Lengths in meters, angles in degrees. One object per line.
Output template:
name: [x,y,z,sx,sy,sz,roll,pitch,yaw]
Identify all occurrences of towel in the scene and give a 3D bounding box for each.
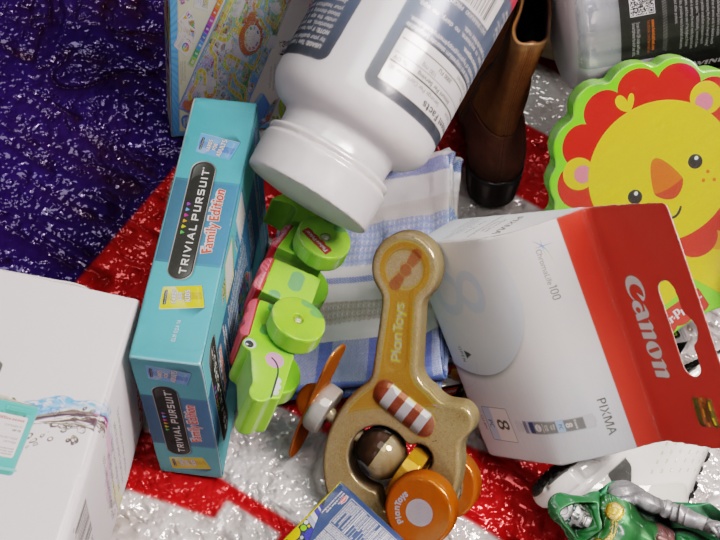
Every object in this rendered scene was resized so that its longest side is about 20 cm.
towel: [0.000,0.000,0.911,0.144,0.024,0.203,-5,56,17]

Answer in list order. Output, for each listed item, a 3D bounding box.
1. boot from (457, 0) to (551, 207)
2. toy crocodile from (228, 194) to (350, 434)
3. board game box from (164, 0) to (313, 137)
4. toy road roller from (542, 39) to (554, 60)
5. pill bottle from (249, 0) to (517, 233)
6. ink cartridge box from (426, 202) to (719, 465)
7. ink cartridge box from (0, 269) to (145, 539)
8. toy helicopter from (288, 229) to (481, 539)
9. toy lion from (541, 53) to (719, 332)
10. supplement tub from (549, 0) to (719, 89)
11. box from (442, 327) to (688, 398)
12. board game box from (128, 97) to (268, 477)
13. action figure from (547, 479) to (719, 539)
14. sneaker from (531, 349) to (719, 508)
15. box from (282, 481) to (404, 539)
boot: [0.102,-0.180,0.963,0.067,0.201,0.191,4,56,2]
toy crocodile: [-0.053,0.022,0.838,0.061,0.068,0.202,21,47,-6]
board game box: [-0.080,-0.183,0.941,0.132,0.201,0.035,-6,57,-12]
toy road roller: [0.199,-0.289,1.081,0.121,0.147,0.202,14,56,2]
pill bottle: [0.012,-0.134,0.823,0.118,0.120,0.202,29,84,11]
ink cartridge box: [0.129,0.045,0.779,0.047,0.199,0.162,-29,104,-30]
ink cartridge box: [-0.223,0.122,0.756,0.144,0.148,0.202,11,55,1]
toy helicopter: [0.015,0.073,0.818,0.130,0.079,0.204,8,99,19]
toy lion: [0.186,-0.033,0.832,0.199,0.069,0.193,-36,101,9]
supplement tub: [0.229,-0.198,0.854,0.196,0.123,0.124,-10,58,1]
box: [0.131,0.031,0.931,0.197,0.035,0.111,-9,59,-14]
board game box: [-0.103,0.012,0.839,0.046,0.152,0.202,6,56,4]
action figure: [0.207,0.188,0.792,0.197,0.055,0.120,23,85,-3]
sneaker: [0.210,0.126,0.869,0.199,0.074,0.080,-35,82,-21]
box: [-0.058,0.228,0.755,0.064,0.070,0.200,38,60,18]
